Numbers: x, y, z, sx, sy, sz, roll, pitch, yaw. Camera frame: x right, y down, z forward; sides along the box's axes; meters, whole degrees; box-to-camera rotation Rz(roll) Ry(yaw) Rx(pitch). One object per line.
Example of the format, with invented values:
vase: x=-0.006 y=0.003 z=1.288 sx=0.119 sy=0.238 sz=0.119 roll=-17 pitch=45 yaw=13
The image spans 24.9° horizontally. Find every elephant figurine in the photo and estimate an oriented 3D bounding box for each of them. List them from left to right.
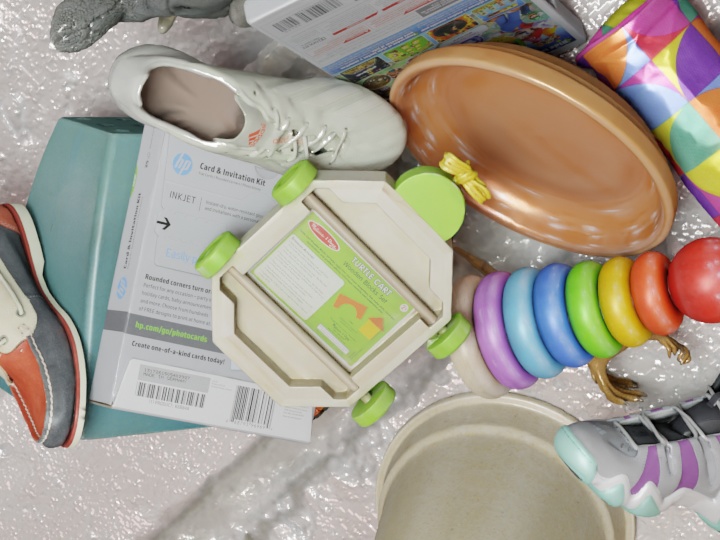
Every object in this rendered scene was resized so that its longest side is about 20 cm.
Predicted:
elephant figurine: x=-0.079 y=-0.202 z=1.022 sx=0.141 sy=0.200 sz=0.156 roll=25 pitch=115 yaw=9

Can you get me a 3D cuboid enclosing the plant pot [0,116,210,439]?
plant pot: x=-0.157 y=-0.003 z=1.142 sx=0.141 sy=0.141 sz=0.201 roll=20 pitch=108 yaw=53

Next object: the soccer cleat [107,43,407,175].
soccer cleat: x=-0.060 y=-0.093 z=1.017 sx=0.199 sy=0.078 sz=0.070 roll=12 pitch=104 yaw=-20

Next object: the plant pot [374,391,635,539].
plant pot: x=0.081 y=0.214 z=1.144 sx=0.199 sy=0.184 sz=0.202 roll=7 pitch=113 yaw=16

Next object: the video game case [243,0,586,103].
video game case: x=0.039 y=-0.155 z=1.018 sx=0.143 sy=0.200 sz=0.018 roll=-22 pitch=67 yaw=24

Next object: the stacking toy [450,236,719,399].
stacking toy: x=0.157 y=0.021 z=1.055 sx=0.199 sy=0.085 sz=0.086 roll=-17 pitch=105 yaw=27

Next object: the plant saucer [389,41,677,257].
plant saucer: x=0.114 y=-0.081 z=1.045 sx=0.199 sy=0.038 sz=0.200 roll=25 pitch=158 yaw=11

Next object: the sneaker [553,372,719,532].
sneaker: x=0.229 y=0.096 z=1.081 sx=0.199 sy=0.078 sz=0.140 roll=17 pitch=113 yaw=-36

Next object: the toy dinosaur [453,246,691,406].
toy dinosaur: x=0.167 y=0.034 z=1.127 sx=0.199 sy=0.060 sz=0.107 roll=1 pitch=100 yaw=31

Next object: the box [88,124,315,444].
box: x=-0.087 y=0.004 z=1.088 sx=0.041 sy=0.155 sz=0.201 roll=5 pitch=83 yaw=56

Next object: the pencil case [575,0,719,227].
pencil case: x=0.225 y=-0.088 z=1.034 sx=0.088 sy=0.088 sz=0.200 roll=-38 pitch=95 yaw=27

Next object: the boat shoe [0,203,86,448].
boat shoe: x=-0.234 y=0.034 z=1.081 sx=0.071 sy=0.062 sz=0.201 roll=-53 pitch=50 yaw=38

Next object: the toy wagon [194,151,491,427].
toy wagon: x=0.000 y=0.000 z=1.031 sx=0.200 sy=0.040 sz=0.155 roll=-42 pitch=105 yaw=14

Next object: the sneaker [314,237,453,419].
sneaker: x=-0.008 y=0.023 z=1.161 sx=0.078 sy=0.075 sz=0.200 roll=41 pitch=116 yaw=3
